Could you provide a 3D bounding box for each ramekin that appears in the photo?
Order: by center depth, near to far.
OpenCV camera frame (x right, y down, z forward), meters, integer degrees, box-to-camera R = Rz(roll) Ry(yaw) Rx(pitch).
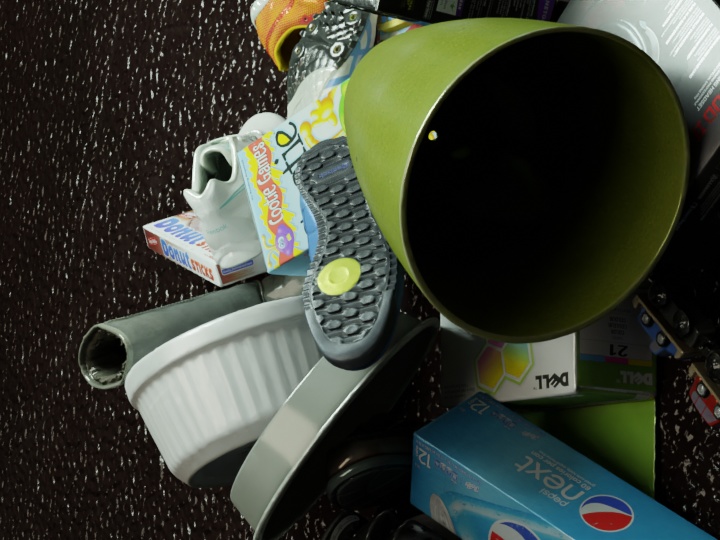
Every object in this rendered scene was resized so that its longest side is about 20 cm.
[{"bbox_3d":[-0.077,0.100,1.355,0.202,0.202,0.094,-39,66,46],"label":"ramekin"}]

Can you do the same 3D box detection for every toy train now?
[{"bbox_3d":[0.226,0.075,1.050,0.200,0.034,0.046,59,143,41],"label":"toy train"}]

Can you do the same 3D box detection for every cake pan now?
[{"bbox_3d":[-0.020,0.102,1.180,0.037,0.200,0.200,38,122,11],"label":"cake pan"}]

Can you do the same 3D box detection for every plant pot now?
[{"bbox_3d":[0.069,-0.078,1.054,0.200,0.187,0.187,40,117,59],"label":"plant pot"}]

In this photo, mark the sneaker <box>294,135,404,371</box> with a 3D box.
[{"bbox_3d":[0.000,0.000,1.130,0.066,0.079,0.200,-18,43,9],"label":"sneaker"}]

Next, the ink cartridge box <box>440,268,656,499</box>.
[{"bbox_3d":[0.125,0.089,1.154,0.148,0.076,0.200,-14,72,54],"label":"ink cartridge box"}]

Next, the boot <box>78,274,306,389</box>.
[{"bbox_3d":[-0.111,0.035,1.397,0.182,0.200,0.073,-38,65,49],"label":"boot"}]

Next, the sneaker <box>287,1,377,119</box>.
[{"bbox_3d":[-0.023,-0.134,1.417,0.072,0.072,0.200,19,94,45],"label":"sneaker"}]

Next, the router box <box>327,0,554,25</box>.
[{"bbox_3d":[0.025,-0.212,1.259,0.200,0.149,0.051,28,106,55],"label":"router box"}]

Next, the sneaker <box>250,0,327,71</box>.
[{"bbox_3d":[-0.022,-0.247,1.451,0.077,0.073,0.200,60,141,20],"label":"sneaker"}]

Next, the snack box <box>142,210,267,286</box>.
[{"bbox_3d":[-0.129,-0.024,1.527,0.200,0.072,0.024,23,130,63],"label":"snack box"}]

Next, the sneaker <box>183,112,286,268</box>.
[{"bbox_3d":[-0.098,-0.089,1.457,0.070,0.080,0.200,-21,29,21],"label":"sneaker"}]

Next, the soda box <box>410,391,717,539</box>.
[{"bbox_3d":[0.125,0.159,1.089,0.200,0.068,0.064,31,134,36],"label":"soda box"}]

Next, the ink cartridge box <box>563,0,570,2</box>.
[{"bbox_3d":[0.149,-0.305,1.170,0.200,0.084,0.146,-51,46,35],"label":"ink cartridge box"}]

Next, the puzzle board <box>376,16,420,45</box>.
[{"bbox_3d":[0.070,-0.220,1.340,0.200,0.017,0.151,-9,78,55],"label":"puzzle board"}]

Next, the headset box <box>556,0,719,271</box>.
[{"bbox_3d":[0.202,-0.109,1.074,0.149,0.077,0.200,-58,40,32],"label":"headset box"}]

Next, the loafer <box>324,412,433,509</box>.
[{"bbox_3d":[0.019,0.129,1.201,0.072,0.200,0.063,-29,70,15],"label":"loafer"}]

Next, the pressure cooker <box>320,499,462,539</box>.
[{"bbox_3d":[0.036,0.255,1.170,0.200,0.176,0.179,-42,49,43],"label":"pressure cooker"}]

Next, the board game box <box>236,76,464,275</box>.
[{"bbox_3d":[0.019,-0.081,1.270,0.200,0.105,0.103,-30,68,36],"label":"board game box"}]
